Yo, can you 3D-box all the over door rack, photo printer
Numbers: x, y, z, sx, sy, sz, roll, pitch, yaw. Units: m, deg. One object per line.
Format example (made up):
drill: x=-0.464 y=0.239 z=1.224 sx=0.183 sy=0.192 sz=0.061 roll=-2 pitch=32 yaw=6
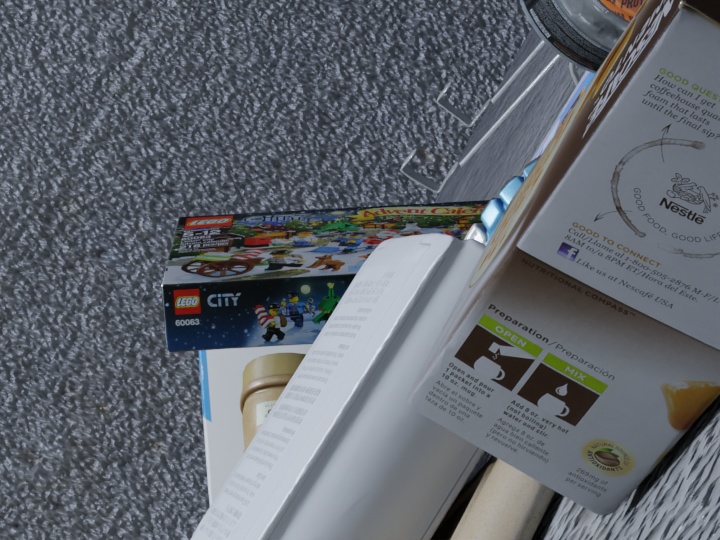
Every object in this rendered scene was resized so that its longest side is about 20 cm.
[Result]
over door rack: x=0.134 y=-0.135 z=1.679 sx=0.200 sy=0.067 sz=0.148 roll=-36 pitch=12 yaw=25
photo printer: x=-0.005 y=0.082 z=0.978 sx=0.200 sy=0.069 sz=0.166 roll=-58 pitch=9 yaw=-7

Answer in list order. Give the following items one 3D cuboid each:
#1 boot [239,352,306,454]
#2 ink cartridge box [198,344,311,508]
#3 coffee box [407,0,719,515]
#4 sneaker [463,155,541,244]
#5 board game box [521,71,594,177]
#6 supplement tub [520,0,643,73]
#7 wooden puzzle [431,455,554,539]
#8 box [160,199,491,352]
boot: x=-0.035 y=0.165 z=1.145 sx=0.175 sy=0.066 sz=0.200 roll=66 pitch=-158 yaw=-54
ink cartridge box: x=-0.015 y=0.050 z=1.359 sx=0.200 sy=0.125 sz=0.129 roll=-65 pitch=-28 yaw=-74
coffee box: x=0.101 y=-0.030 z=0.703 sx=0.114 sy=0.080 sz=0.200 roll=-61 pitch=2 yaw=-40
sneaker: x=0.075 y=0.023 z=1.096 sx=0.200 sy=0.087 sz=0.075 roll=-43 pitch=-38 yaw=3
board game box: x=0.114 y=-0.041 z=1.398 sx=0.151 sy=0.037 sz=0.200 roll=-59 pitch=1 yaw=26
supplement tub: x=0.140 y=-0.156 z=1.112 sx=0.123 sy=0.123 sz=0.200 roll=-60 pitch=1 yaw=2
wooden puzzle: x=0.009 y=0.170 z=0.935 sx=0.185 sy=0.037 sz=0.200 roll=-60 pitch=6 yaw=-29
box: x=0.000 y=0.000 z=1.218 sx=0.137 sy=0.200 sz=0.038 roll=-94 pitch=1 yaw=-74
